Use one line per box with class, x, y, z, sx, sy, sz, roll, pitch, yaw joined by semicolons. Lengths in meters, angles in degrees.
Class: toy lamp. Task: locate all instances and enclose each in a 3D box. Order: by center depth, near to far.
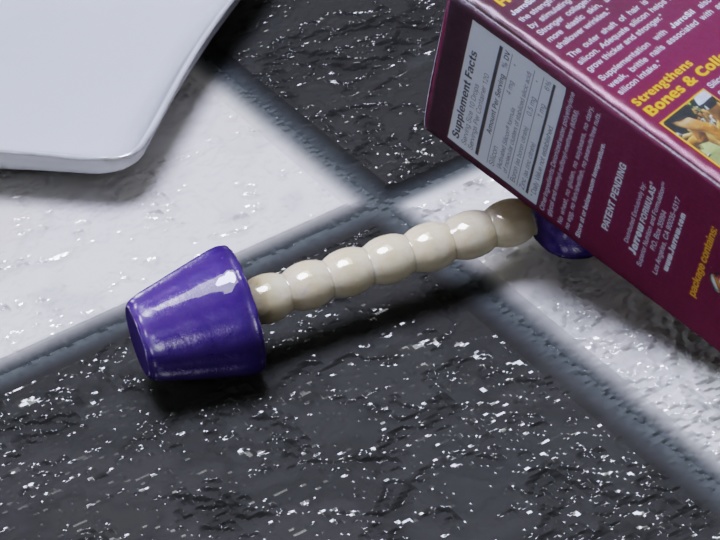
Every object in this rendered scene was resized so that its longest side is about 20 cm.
toy lamp;0.000;0.000;1.263;0.199;0.058;0.058;-18;34;-10

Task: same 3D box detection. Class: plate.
plate;-0.165;-0.103;1.481;0.199;0.032;0.200;4;36;19

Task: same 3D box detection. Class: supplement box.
supplement box;0.137;-0.057;1.224;0.200;0.086;0.110;38;53;22
